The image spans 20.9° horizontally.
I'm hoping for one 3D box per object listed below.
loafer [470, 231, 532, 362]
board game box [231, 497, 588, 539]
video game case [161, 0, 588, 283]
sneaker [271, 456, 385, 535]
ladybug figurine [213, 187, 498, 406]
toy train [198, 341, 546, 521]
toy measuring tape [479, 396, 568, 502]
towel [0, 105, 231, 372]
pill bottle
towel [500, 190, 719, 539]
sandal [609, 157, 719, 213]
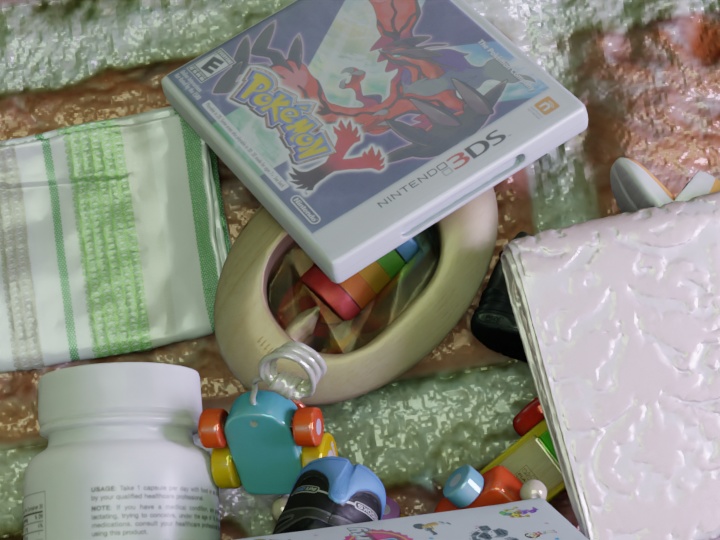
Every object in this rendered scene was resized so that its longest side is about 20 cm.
[{"bbox_3d":[0.170,0.033,1.172,0.199,0.073,0.073,18,73,3],"label":"loafer"},{"bbox_3d":[0.015,0.207,1.027,0.199,0.064,0.148,-5,112,-24],"label":"board game box"},{"bbox_3d":[0.005,-0.101,1.171,0.182,0.023,0.200,-32,51,-15],"label":"video game case"},{"bbox_3d":[-0.037,0.197,1.093,0.071,0.083,0.200,19,122,6],"label":"sneaker"},{"bbox_3d":[0.000,0.000,1.177,0.200,0.072,0.136,-41,79,-8],"label":"ladybug figurine"},{"bbox_3d":[0.008,0.109,1.113,0.200,0.150,0.056,38,36,-15],"label":"toy train"},{"bbox_3d":[0.097,0.127,1.165,0.200,0.074,0.074,-41,79,15],"label":"toy measuring tape"},{"bbox_3d":[-0.181,-0.018,1.205,0.199,0.031,0.150,-10,77,-2],"label":"towel"},{"bbox_3d":[-0.136,0.159,1.121,0.113,0.113,0.201,-3,78,0],"label":"pill bottle"},{"bbox_3d":[0.195,0.054,1.110,0.199,0.032,0.192,-13,86,-13],"label":"towel"},{"bbox_3d":[0.236,-0.004,1.179,0.207,0.079,0.059,44,82,1],"label":"sandal"}]
